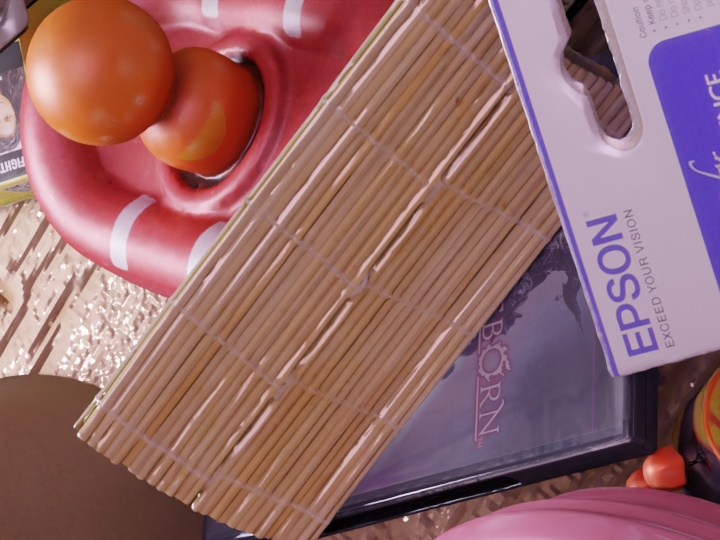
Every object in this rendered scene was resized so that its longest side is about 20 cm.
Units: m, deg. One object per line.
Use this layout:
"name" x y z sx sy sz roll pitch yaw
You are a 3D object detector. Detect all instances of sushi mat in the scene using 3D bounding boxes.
"sushi mat" 0.000 0.000 0.747 0.200 0.095 0.012 -52 27 13

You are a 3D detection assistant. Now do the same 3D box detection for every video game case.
"video game case" 0.021 0.015 0.802 0.199 0.019 0.144 -20 56 41

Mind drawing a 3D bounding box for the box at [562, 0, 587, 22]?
"box" 0.050 -0.166 0.762 0.137 0.038 0.200 44 141 4

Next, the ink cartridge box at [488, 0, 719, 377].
"ink cartridge box" 0.138 -0.085 0.665 0.199 0.043 0.200 -14 101 23

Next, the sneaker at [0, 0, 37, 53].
"sneaker" -0.114 -0.163 0.855 0.200 0.089 0.074 -43 29 -11

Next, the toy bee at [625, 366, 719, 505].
"toy bee" 0.144 0.067 0.746 0.200 0.108 0.132 43 153 33

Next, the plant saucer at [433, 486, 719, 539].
"plant saucer" 0.107 0.138 0.745 0.199 0.201 0.051 11 50 27

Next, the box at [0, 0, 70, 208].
"box" -0.161 -0.127 0.935 0.075 0.050 0.202 -14 83 27

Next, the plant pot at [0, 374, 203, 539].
"plant pot" -0.178 0.138 0.858 0.186 0.200 0.189 0 90 26

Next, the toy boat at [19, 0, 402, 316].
"toy boat" -0.063 -0.058 0.814 0.199 0.130 0.132 17 86 50
